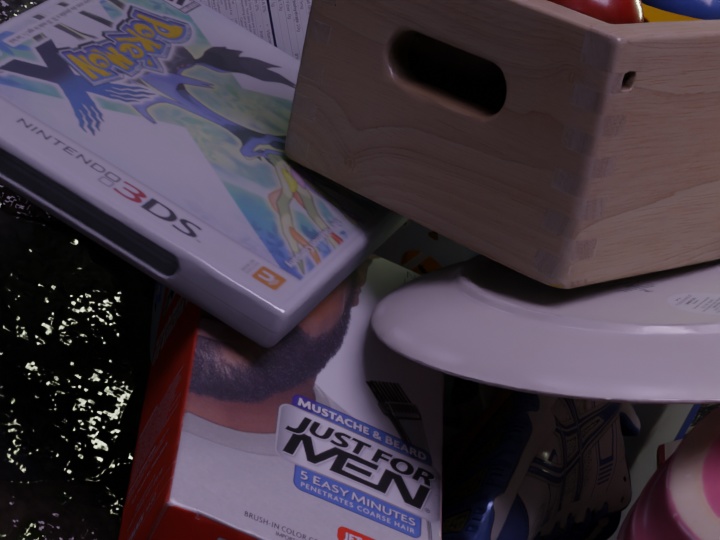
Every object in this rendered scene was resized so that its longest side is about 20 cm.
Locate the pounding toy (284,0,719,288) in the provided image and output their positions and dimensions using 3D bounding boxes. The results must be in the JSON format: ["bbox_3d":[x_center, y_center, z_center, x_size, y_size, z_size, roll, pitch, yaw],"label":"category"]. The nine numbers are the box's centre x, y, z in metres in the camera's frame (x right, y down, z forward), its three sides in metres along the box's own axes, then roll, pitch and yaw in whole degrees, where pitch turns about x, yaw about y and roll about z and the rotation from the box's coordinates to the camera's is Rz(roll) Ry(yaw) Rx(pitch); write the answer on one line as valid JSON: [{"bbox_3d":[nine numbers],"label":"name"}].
[{"bbox_3d":[0.062,-0.100,0.919,0.200,0.142,0.184,27,24,37],"label":"pounding toy"}]

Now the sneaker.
[{"bbox_3d":[0.077,0.089,0.929,0.088,0.075,0.200,46,35,-11],"label":"sneaker"}]

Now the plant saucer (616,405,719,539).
[{"bbox_3d":[0.189,0.090,0.811,0.200,0.051,0.201,-10,25,5],"label":"plant saucer"}]

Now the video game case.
[{"bbox_3d":[-0.071,-0.057,0.936,0.182,0.022,0.200,31,29,8],"label":"video game case"}]

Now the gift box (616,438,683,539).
[{"bbox_3d":[0.206,0.162,0.908,0.200,0.186,0.185,-66,138,-66],"label":"gift box"}]

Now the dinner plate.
[{"bbox_3d":[0.104,0.014,0.883,0.200,0.024,0.200,2,15,-1],"label":"dinner plate"}]

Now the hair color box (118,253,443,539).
[{"bbox_3d":[-0.027,0.064,0.880,0.111,0.064,0.200,23,32,-14],"label":"hair color box"}]

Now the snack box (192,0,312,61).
[{"bbox_3d":[-0.030,-0.130,1.108,0.200,0.068,0.169,-9,11,13],"label":"snack box"}]

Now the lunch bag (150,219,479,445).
[{"bbox_3d":[0.000,0.000,1.041,0.200,0.076,0.161,14,70,-17],"label":"lunch bag"}]

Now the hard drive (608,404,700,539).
[{"bbox_3d":[0.134,0.019,1.067,0.025,0.200,0.132,4,43,-20],"label":"hard drive"}]

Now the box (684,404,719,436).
[{"bbox_3d":[0.188,0.031,1.088,0.082,0.200,0.068,-2,48,-25],"label":"box"}]
